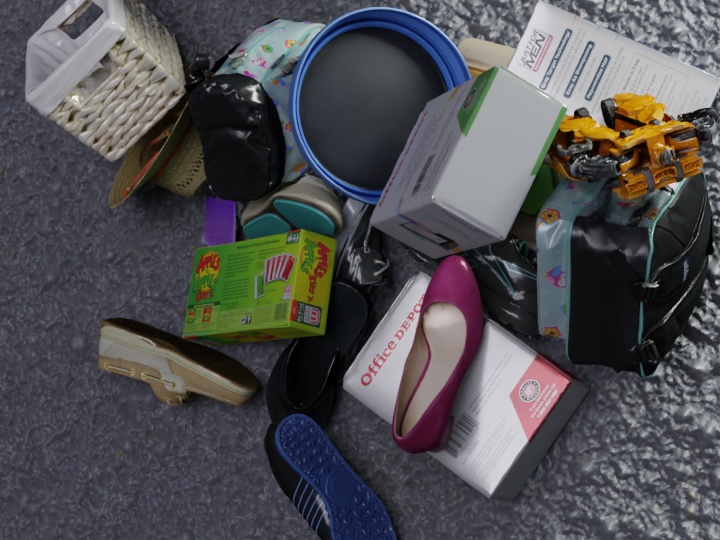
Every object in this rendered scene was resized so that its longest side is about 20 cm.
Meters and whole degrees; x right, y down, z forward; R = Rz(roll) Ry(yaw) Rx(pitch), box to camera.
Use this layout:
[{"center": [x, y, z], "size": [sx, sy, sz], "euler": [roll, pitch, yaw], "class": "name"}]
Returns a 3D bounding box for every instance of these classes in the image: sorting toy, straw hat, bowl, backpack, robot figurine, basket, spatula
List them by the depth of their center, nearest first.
[{"center": [0.244, -0.116, 1.521], "size": [0.145, 0.200, 0.058], "euler": [-20, 110, -8], "class": "robot figurine"}, {"center": [0.254, -0.016, 1.585], "size": [0.153, 0.200, 0.176], "euler": [14, 127, 32], "class": "backpack"}, {"center": [0.020, -0.166, 1.696], "size": [0.201, 0.039, 0.201], "euler": [0, 90, -20], "class": "bowl"}, {"center": [0.154, -0.133, 1.734], "size": [0.185, 0.036, 0.200], "euler": [19, 88, 24], "class": "sorting toy"}, {"center": [-0.086, -0.180, 1.762], "size": [0.127, 0.167, 0.200], "euler": [17, 43, 22], "class": "backpack"}, {"center": [-0.280, -0.225, 1.832], "size": [0.136, 0.123, 0.200], "euler": [-42, 26, 12], "class": "basket"}, {"center": [-0.195, -0.127, 1.839], "size": [0.085, 0.201, 0.201], "euler": [31, 94, -17], "class": "straw hat"}, {"center": [-0.139, -0.119, 1.856], "size": [0.057, 0.021, 0.200], "euler": [6, 78, 47], "class": "spatula"}]

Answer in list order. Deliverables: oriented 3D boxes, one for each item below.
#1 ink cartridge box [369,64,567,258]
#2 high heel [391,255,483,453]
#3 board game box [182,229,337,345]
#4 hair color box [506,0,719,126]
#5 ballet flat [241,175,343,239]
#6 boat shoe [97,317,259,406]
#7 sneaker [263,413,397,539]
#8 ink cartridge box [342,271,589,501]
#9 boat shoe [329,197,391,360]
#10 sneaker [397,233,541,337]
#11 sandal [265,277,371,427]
[{"center": [0.099, -0.099, 1.591], "size": [0.084, 0.200, 0.145], "euler": [29, 78, -12], "class": "ink cartridge box"}, {"center": [0.068, 0.078, 1.607], "size": [0.067, 0.096, 0.200], "euler": [12, 84, 23], "class": "high heel"}, {"center": [-0.109, 0.021, 1.753], "size": [0.200, 0.048, 0.102], "euler": [-8, 70, 51], "class": "board game box"}, {"center": [0.248, -0.182, 1.662], "size": [0.200, 0.061, 0.100], "euler": [25, 88, 7], "class": "hair color box"}, {"center": [-0.066, -0.071, 1.757], "size": [0.200, 0.069, 0.070], "euler": [-6, 75, 59], "class": "ballet flat"}, {"center": [-0.202, 0.112, 1.822], "size": [0.200, 0.074, 0.066], "euler": [22, 102, 26], "class": "boat shoe"}, {"center": [-0.032, 0.238, 1.731], "size": [0.070, 0.078, 0.200], "euler": [-31, 89, -21], "class": "sneaker"}, {"center": [0.106, 0.117, 1.683], "size": [0.200, 0.083, 0.147], "euler": [36, 94, 24], "class": "ink cartridge box"}, {"center": [0.000, 0.000, 1.763], "size": [0.071, 0.072, 0.200], "euler": [21, 100, 16], "class": "boat shoe"}, {"center": [0.124, -0.015, 1.705], "size": [0.200, 0.075, 0.079], "euler": [34, 103, 14], "class": "sneaker"}, {"center": [-0.053, 0.098, 1.733], "size": [0.075, 0.048, 0.200], "euler": [27, 116, 9], "class": "sandal"}]
